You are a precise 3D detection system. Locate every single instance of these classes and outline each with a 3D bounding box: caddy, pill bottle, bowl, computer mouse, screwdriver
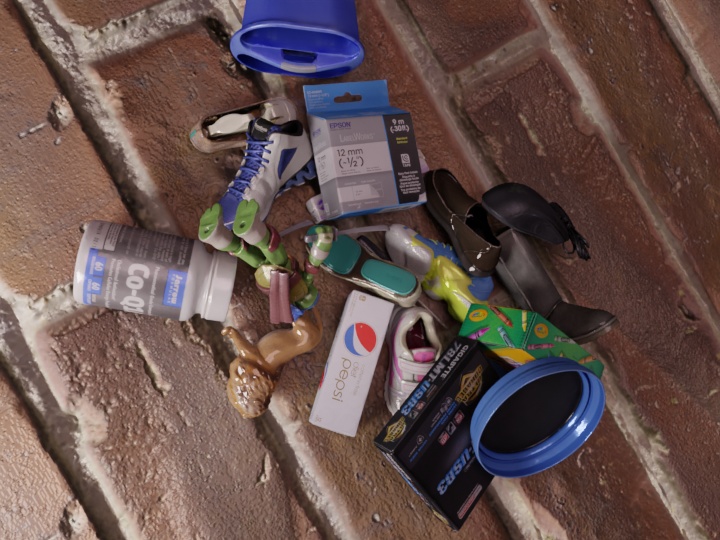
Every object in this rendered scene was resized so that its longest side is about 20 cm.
[{"bbox_3d":[-0.092,-0.342,1.028,0.198,0.141,0.106,2,79,-14],"label":"caddy"},{"bbox_3d":[-0.274,0.005,0.945,0.198,0.114,0.115,11,80,-13],"label":"pill bottle"},{"bbox_3d":[0.243,0.203,0.964,0.199,0.039,0.202,-11,126,-16],"label":"bowl"},{"bbox_3d":[0.273,-0.093,1.074,0.199,0.053,0.139,15,33,-33],"label":"computer mouse"},{"bbox_3d":[0.062,0.024,1.075,0.029,0.028,0.200,-41,92,-11],"label":"screwdriver"}]

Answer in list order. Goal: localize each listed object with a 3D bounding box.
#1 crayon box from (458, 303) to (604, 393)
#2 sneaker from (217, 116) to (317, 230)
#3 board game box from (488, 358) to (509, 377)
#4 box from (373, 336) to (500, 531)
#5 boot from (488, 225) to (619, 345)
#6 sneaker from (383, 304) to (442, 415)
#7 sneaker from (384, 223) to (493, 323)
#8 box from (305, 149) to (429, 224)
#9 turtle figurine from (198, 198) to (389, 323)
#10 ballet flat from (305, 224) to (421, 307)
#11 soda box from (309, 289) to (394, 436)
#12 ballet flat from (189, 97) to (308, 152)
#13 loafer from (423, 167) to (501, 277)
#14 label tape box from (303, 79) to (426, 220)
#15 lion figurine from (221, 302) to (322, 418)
[{"bbox_3d":[0.252,0.119,1.017,0.200,0.118,0.059,34,73,-35],"label":"crayon box"},{"bbox_3d":[-0.145,-0.151,0.992,0.080,0.116,0.199,29,63,36],"label":"sneaker"},{"bbox_3d":[0.167,0.200,1.066,0.200,0.039,0.159,-35,116,-28],"label":"board game box"},{"bbox_3d":[0.138,0.233,0.994,0.200,0.050,0.199,-48,121,-21],"label":"box"},{"bbox_3d":[0.281,0.018,1.066,0.072,0.181,0.201,-26,93,-35],"label":"boot"},{"bbox_3d":[0.080,0.144,1.033,0.081,0.088,0.202,-6,84,-16],"label":"sneaker"},{"bbox_3d":[0.129,-0.012,1.088,0.200,0.076,0.105,47,55,-4],"label":"sneaker"},{"bbox_3d":[0.013,-0.131,1.078,0.199,0.041,0.039,-27,91,-16],"label":"box"},{"bbox_3d":[-0.106,-0.046,0.935,0.200,0.144,0.194,-52,136,-1],"label":"turtle figurine"},{"bbox_3d":[0.000,0.000,1.042,0.199,0.062,0.068,31,71,17],"label":"ballet flat"},{"bbox_3d":[-0.013,0.135,1.020,0.068,0.064,0.201,18,79,-5],"label":"soda box"},{"bbox_3d":[-0.153,-0.219,1.032,0.199,0.067,0.069,-21,88,-17],"label":"ballet flat"},{"bbox_3d":[0.165,-0.087,1.068,0.073,0.071,0.201,-8,59,-36],"label":"loafer"},{"bbox_3d":[0.006,-0.184,1.017,0.142,0.066,0.202,-10,92,-25],"label":"label tape box"},{"bbox_3d":[-0.116,0.108,0.991,0.199,0.073,0.123,-37,78,-9],"label":"lion figurine"}]
